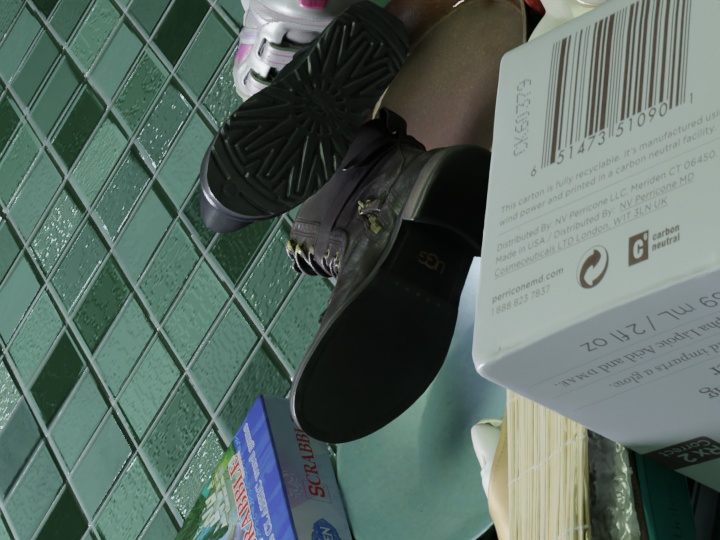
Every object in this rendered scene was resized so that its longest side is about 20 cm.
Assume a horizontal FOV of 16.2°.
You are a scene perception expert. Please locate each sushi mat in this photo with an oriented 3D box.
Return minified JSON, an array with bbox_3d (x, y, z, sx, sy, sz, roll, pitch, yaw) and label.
[{"bbox_3d":[0.087,0.050,1.195,0.096,0.012,0.202,128,145,-64],"label":"sushi mat"}]

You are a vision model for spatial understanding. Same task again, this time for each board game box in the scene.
[{"bbox_3d":[-0.066,0.210,1.442,0.200,0.041,0.201,-60,29,31],"label":"board game box"}]

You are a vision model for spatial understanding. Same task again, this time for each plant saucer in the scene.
[{"bbox_3d":[0.063,0.072,1.385,0.201,0.039,0.202,-36,41,39],"label":"plant saucer"},{"bbox_3d":[0.044,-0.094,1.531,0.200,0.034,0.201,-35,43,41],"label":"plant saucer"}]

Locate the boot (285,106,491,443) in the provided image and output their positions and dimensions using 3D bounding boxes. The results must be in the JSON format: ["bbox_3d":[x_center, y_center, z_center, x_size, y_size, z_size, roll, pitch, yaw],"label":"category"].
[{"bbox_3d":[0.000,0.000,1.439,0.201,0.069,0.174,-57,23,-8],"label":"boot"}]

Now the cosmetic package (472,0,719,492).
[{"bbox_3d":[0.179,-0.014,1.116,0.164,0.199,0.166,-25,49,45],"label":"cosmetic package"}]

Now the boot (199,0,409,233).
[{"bbox_3d":[-0.061,-0.067,1.511,0.165,0.066,0.200,-45,6,-26],"label":"boot"}]

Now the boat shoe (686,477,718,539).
[{"bbox_3d":[0.146,0.071,1.243,0.068,0.056,0.201,-18,54,50],"label":"boat shoe"}]

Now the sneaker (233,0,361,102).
[{"bbox_3d":[-0.039,-0.146,1.626,0.200,0.081,0.089,135,141,-82],"label":"sneaker"}]

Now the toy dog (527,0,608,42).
[{"bbox_3d":[0.128,-0.157,1.336,0.192,0.139,0.202,-5,82,22],"label":"toy dog"}]

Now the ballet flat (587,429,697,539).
[{"bbox_3d":[0.118,0.064,1.189,0.072,0.071,0.201,-26,53,45],"label":"ballet flat"}]

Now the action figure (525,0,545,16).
[{"bbox_3d":[0.161,-0.230,1.441,0.200,0.052,0.066,-45,33,25],"label":"action figure"}]

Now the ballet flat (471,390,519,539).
[{"bbox_3d":[0.089,0.066,1.270,0.063,0.069,0.202,6,77,29],"label":"ballet flat"}]
